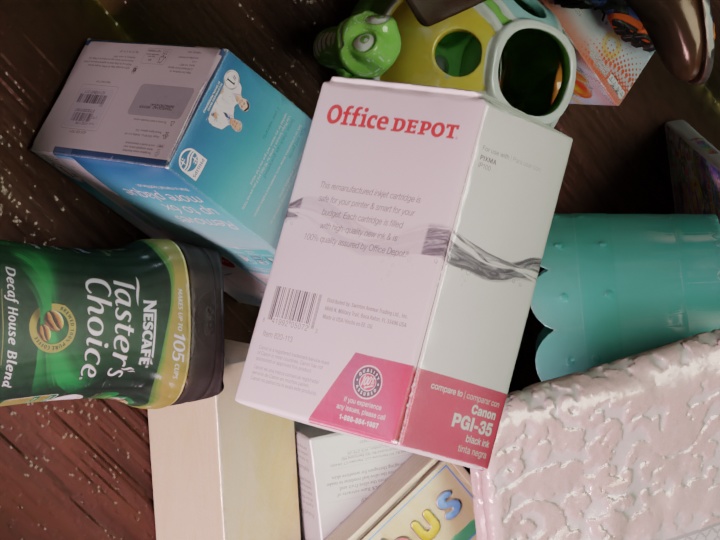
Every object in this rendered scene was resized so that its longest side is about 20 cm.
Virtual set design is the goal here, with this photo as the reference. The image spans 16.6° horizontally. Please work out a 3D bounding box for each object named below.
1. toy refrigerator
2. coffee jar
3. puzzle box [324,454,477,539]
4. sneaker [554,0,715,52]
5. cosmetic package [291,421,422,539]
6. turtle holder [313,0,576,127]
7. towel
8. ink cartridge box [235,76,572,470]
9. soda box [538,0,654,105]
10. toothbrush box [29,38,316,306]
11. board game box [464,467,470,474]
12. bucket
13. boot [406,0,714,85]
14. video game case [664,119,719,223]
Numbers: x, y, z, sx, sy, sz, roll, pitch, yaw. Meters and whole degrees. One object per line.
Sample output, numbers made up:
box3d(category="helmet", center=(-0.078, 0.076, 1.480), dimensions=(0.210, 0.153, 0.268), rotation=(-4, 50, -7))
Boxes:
box3d(category="toy refrigerator", center=(-0.084, 0.149, 1.580), dimensions=(0.070, 0.076, 0.201), rotation=(-10, 101, -40))
box3d(category="coffee jar", center=(-0.174, 0.031, 1.460), dimensions=(0.200, 0.085, 0.105), rotation=(0, 87, -33))
box3d(category="puzzle box", center=(0.018, 0.220, 1.566), dimensions=(0.200, 0.025, 0.133), rotation=(-44, 111, -9))
box3d(category="sneaker", center=(0.168, -0.217, 1.684), dimensions=(0.200, 0.075, 0.079), rotation=(27, 62, -43))
box3d(category="cosmetic package", center=(-0.004, 0.187, 1.623), dimensions=(0.085, 0.108, 0.201), rotation=(-11, 104, -19))
box3d(category="turtle holder", center=(0.059, -0.144, 1.630), dimensions=(0.185, 0.132, 0.141), rotation=(44, 68, -36))
box3d(category="towel", center=(0.164, 0.148, 1.575), dimensions=(0.200, 0.032, 0.191), rotation=(-16, 112, -24))
box3d(category="ink cartridge box", center=(0.025, 0.000, 1.416), dimensions=(0.083, 0.146, 0.200), rotation=(19, 85, -42))
box3d(category="soda box", center=(0.127, -0.206, 1.727), dimensions=(0.068, 0.064, 0.200), rotation=(-55, 127, -22))
box3d(category="toothbrush box", center=(-0.078, -0.053, 1.513), dimensions=(0.200, 0.146, 0.085), rotation=(37, 72, -39))
box3d(category="board game box", center=(0.120, 0.195, 1.634), dimensions=(0.135, 0.035, 0.200), rotation=(-9, 112, 0))
box3d(category="bucket", center=(0.187, 0.055, 1.704), dimensions=(0.134, 0.207, 0.208), rotation=(-5, 102, 4))
box3d(category="boot", center=(0.111, -0.180, 1.561), dimensions=(0.200, 0.064, 0.187), rotation=(-20, 85, -22))
box3d(category="video game case", center=(0.258, -0.022, 1.793), dimensions=(0.018, 0.200, 0.144), rotation=(-10, 105, -3))
